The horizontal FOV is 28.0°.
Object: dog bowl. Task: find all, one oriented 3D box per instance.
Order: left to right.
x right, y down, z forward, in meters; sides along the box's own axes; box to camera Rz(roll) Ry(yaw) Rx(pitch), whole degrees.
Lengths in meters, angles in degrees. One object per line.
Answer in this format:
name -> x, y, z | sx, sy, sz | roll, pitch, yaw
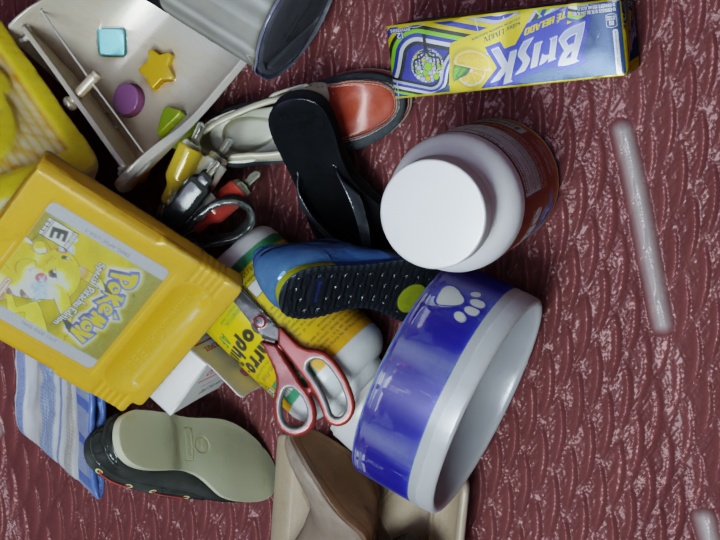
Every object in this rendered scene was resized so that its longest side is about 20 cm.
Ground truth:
dog bowl -> 0.074, 0.098, 1.215 | 0.079, 0.200, 0.201 | 27, 109, 16

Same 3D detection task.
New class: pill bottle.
pill bottle -> -0.051, 0.064, 1.302 | 0.200, 0.113, 0.113 | 43, 112, 7
pill bottle -> 0.088, -0.061, 1.177 | 0.112, 0.200, 0.113 | 4, 103, 20

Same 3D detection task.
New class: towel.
towel -> -0.293, 0.120, 1.393 | 0.200, 0.024, 0.147 | 24, 116, 54

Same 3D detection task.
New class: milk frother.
milk frother -> -0.121, -0.290, 1.198 | 0.188, 0.200, 0.181 | 32, 93, 14

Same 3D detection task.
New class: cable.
cable -> -0.169, -0.031, 1.282 | 0.097, 0.050, 0.200 | 41, 101, -10

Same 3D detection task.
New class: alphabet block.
alphabet block -> -0.377, -0.076, 1.299 | 0.197, 0.195, 0.200 | 51, 144, 18

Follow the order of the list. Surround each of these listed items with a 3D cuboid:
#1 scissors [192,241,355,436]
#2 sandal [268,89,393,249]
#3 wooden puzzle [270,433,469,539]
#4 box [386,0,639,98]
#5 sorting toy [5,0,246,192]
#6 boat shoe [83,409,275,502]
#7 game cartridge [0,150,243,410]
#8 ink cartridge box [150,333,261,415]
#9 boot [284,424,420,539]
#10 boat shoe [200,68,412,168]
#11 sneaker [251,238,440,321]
scissors -> -0.073, 0.050, 1.244 | 0.073, 0.014, 0.200 | -28, 84, 12
sandal -> -0.025, -0.064, 1.270 | 0.076, 0.043, 0.200 | -19, 119, 24
wooden puzzle -> 0.008, 0.255, 1.360 | 0.199, 0.046, 0.186 | 11, 104, 23
box -> 0.128, -0.187, 1.206 | 0.199, 0.070, 0.065 | -4, 102, 21
sorting toy -> -0.187, -0.192, 1.314 | 0.180, 0.107, 0.200 | -40, 71, 7
boat shoe -> -0.164, 0.176, 1.343 | 0.063, 0.201, 0.074 | -23, 59, 39
game cartridge -> -0.229, 0.017, 1.225 | 0.200, 0.032, 0.176 | 34, 117, -17
ink cartridge box -> -0.179, 0.062, 1.346 | 0.200, 0.117, 0.067 | 41, 108, 9
boot -> -0.031, 0.247, 1.297 | 0.200, 0.070, 0.146 | 48, 126, -2
boat shoe -> -0.052, -0.134, 1.289 | 0.199, 0.063, 0.071 | -10, 96, 21
sneaker -> 0.000, 0.000, 1.256 | 0.078, 0.199, 0.066 | 49, 129, 48
